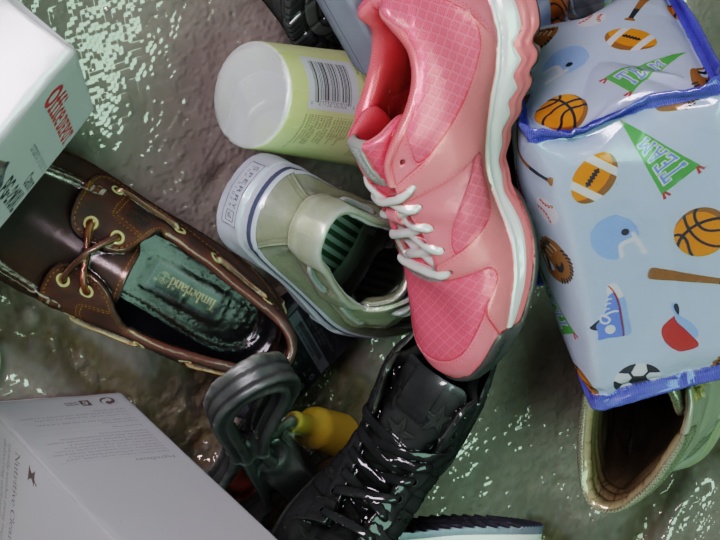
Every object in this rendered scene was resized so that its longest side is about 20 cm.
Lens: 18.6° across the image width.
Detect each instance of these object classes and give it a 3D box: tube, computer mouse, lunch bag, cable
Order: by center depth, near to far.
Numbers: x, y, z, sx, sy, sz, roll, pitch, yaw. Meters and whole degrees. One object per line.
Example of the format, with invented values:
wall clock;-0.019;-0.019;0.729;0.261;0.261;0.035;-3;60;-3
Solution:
cable;-0.058;0.080;1.088;0.097;0.050;0.200;-24;155;3
tube;0.012;-0.078;1.097;0.199;0.052;0.058;2;143;-49
lunch bag;0.131;-0.055;1.127;0.123;0.200;0.171;-13;121;5
computer mouse;-0.005;0.001;1.163;0.200;0.034;0.059;-44;139;-17

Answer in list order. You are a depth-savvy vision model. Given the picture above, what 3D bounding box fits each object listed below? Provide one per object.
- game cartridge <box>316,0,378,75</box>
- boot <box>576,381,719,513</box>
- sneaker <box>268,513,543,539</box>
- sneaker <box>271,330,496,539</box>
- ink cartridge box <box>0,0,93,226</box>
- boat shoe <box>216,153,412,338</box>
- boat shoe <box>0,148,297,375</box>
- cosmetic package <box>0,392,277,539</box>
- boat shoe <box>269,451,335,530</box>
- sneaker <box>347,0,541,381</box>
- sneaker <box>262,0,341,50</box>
game cartridge;0.037;-0.195;1.021;0.200;0.040;0.133;-58;144;-18
boot;0.183;0.032;1.220;0.155;0.072;0.201;-17;129;-66
sneaker;0.000;0.172;1.134;0.199;0.070;0.083;-2;92;-9
sneaker;0.019;0.081;1.081;0.200;0.060;0.104;-50;166;-40
ink cartridge box;-0.207;-0.030;0.932;0.084;0.145;0.200;38;84;0
boat shoe;0.000;0.000;1.081;0.072;0.062;0.200;-61;149;3
boat shoe;-0.117;-0.006;1.046;0.199;0.070;0.071;25;95;-23
cosmetic package;-0.112;0.148;1.049;0.081;0.200;0.113;-3;110;-31
boat shoe;-0.015;0.189;1.218;0.075;0.074;0.203;-8;107;-74
sneaker;0.027;-0.044;1.007;0.086;0.074;0.201;-12;109;-36
sneaker;-0.043;-0.176;1.038;0.076;0.091;0.200;-42;148;-3
